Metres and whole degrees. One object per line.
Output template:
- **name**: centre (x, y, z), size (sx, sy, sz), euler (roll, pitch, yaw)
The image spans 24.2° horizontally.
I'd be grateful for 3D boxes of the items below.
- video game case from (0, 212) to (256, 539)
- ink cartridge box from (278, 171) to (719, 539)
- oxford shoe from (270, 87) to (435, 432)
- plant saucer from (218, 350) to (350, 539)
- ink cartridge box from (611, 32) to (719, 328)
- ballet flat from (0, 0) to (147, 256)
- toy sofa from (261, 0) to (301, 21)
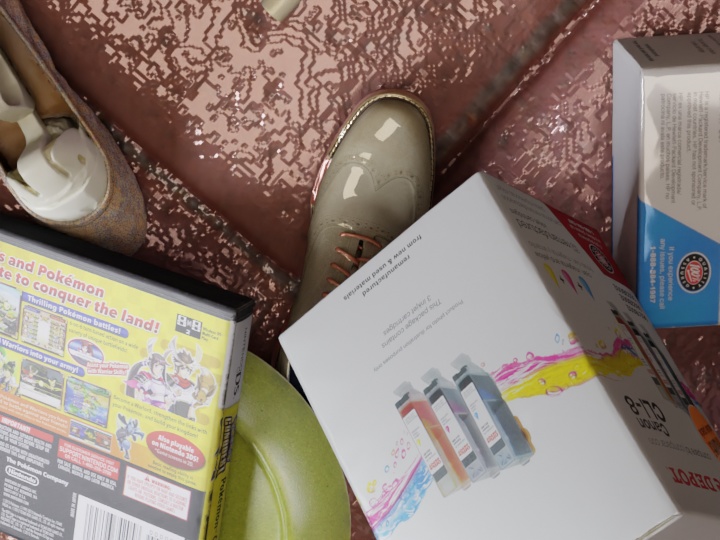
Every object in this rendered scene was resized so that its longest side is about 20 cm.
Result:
- **video game case**: centre (-0.160, 0.074, 0.936), size (0.198, 0.025, 0.183), euler (18, 111, 21)
- **ink cartridge box**: centre (0.084, 0.084, 0.845), size (0.144, 0.145, 0.201), euler (-38, 62, 20)
- **oxford shoe**: centre (0.000, 0.000, 0.936), size (0.070, 0.074, 0.202), euler (12, 108, -6)
- **plant saucer**: centre (-0.101, 0.134, 0.957), size (0.198, 0.031, 0.202), euler (8, 109, 23)
- **ink cartridge box**: centre (0.243, -0.054, 0.921), size (0.197, 0.084, 0.148), euler (-3, 109, -2)
- **ballet flat**: centre (-0.183, -0.081, 0.906), size (0.068, 0.067, 0.201), euler (-30, 107, 8)
- **toy sofa**: centre (-0.085, -0.225, 0.846), size (0.200, 0.098, 0.083), euler (43, 102, -15)
